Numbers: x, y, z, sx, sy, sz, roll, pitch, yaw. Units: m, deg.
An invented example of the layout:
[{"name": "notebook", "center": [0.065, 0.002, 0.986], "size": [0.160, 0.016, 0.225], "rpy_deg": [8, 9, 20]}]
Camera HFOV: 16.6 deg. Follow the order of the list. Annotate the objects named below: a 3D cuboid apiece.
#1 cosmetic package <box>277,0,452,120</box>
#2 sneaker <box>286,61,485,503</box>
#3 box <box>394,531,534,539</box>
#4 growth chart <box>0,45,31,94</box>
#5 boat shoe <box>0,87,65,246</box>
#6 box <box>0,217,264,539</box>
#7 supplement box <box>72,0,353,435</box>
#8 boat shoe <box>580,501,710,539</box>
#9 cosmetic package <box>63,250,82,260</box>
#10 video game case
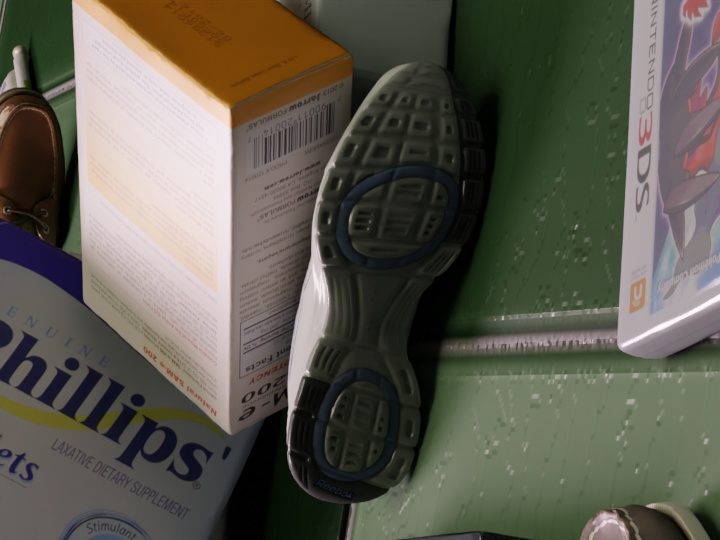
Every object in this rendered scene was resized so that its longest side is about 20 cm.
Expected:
[{"name": "cosmetic package", "center": [-0.026, -0.101, 1.236], "size": [0.200, 0.071, 0.102], "rpy_deg": [139, 139, -59]}, {"name": "sneaker", "center": [0.000, 0.000, 1.114], "size": [0.087, 0.074, 0.201], "rpy_deg": [-127, 52, -71]}, {"name": "box", "center": [0.019, 0.189, 0.982], "size": [0.200, 0.051, 0.159], "rpy_deg": [158, 122, -66]}, {"name": "growth chart", "center": [-0.312, -0.093, 2.102], "size": [0.145, 0.018, 0.201], "rpy_deg": [-105, 32, -52]}, {"name": "boat shoe", "center": [-0.253, -0.033, 1.843], "size": [0.068, 0.072, 0.201], "rpy_deg": [-138, 52, -63]}, {"name": "box", "center": [-0.171, 0.103, 1.287], "size": [0.201, 0.183, 0.105], "rpy_deg": [-66, 15, -19]}, {"name": "supplement box", "center": [-0.071, -0.040, 1.168], "size": [0.126, 0.073, 0.201], "rpy_deg": [40, 142, 34]}, {"name": "boat shoe", "center": [0.084, 0.166, 0.800], "size": [0.072, 0.059, 0.201], "rpy_deg": [132, 144, -56]}, {"name": "cosmetic package", "center": [-0.185, 0.040, 1.403], "size": [0.085, 0.199, 0.108], "rpy_deg": [-159, 80, -73]}, {"name": "video game case", "center": [0.143, -0.080, 0.829], "size": [0.200, 0.023, 0.183], "rpy_deg": [146, 132, -63]}]
